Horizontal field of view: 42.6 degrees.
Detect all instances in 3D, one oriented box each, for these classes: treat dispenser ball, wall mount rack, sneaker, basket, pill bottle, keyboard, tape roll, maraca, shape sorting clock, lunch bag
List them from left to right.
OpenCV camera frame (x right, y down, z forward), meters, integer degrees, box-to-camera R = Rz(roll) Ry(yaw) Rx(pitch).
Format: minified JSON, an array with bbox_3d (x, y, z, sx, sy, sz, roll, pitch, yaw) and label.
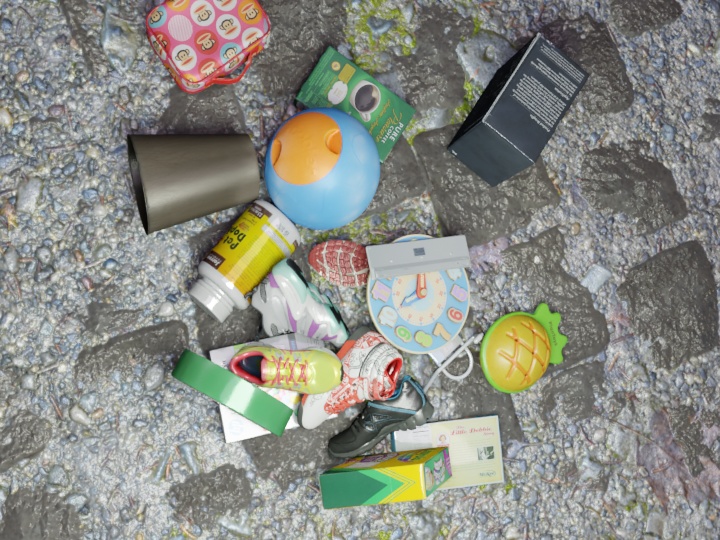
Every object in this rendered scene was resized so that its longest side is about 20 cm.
[{"bbox_3d":[-0.277,-0.160,1.548,0.196,0.137,0.183,-11,58,-19],"label":"basket"},{"bbox_3d":[-0.256,-0.408,1.607,0.199,0.082,0.178,-36,92,-15],"label":"lunch bag"},{"bbox_3d":[-0.200,0.192,1.444,0.198,0.200,0.049,30,77,-7],"label":"tape roll"},{"bbox_3d":[-0.198,-0.013,1.557,0.109,0.109,0.201,41,76,-5],"label":"pill bottle"},{"bbox_3d":[-0.123,0.162,1.481,0.195,0.090,0.080,2,93,20],"label":"sneaker"},{"bbox_3d":[-0.115,0.087,1.547,0.139,0.078,0.201,-36,115,9],"label":"sneaker"},{"bbox_3d":[-0.065,-0.171,1.559,0.196,0.201,0.206,2,83,-12],"label":"treat dispenser ball"},{"bbox_3d":[-0.014,0.197,1.521,0.107,0.067,0.203,33,83,36],"label":"sneaker"},{"bbox_3d":[0.000,0.000,1.610,0.196,0.082,0.080,13,80,-20],"label":"sneaker"},{"bbox_3d":[0.024,0.249,1.570,0.197,0.073,0.083,-29,101,9],"label":"sneaker"},{"bbox_3d":[0.101,-0.024,1.567,0.196,0.011,0.058,-7,75,-27],"label":"keyboard"},{"bbox_3d":[0.102,0.040,1.578,0.195,0.039,0.205,3,82,-19],"label":"shape sorting clock"},{"bbox_3d":[0.116,0.126,1.629,0.173,0.075,0.201,-41,92,-13],"label":"wall mount rack"},{"bbox_3d":[0.293,0.138,1.653,0.197,0.106,0.140,-23,101,-28],"label":"maraca"}]

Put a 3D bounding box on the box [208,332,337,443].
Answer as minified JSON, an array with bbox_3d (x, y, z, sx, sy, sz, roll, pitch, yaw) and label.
[{"bbox_3d":[-0.149,0.194,1.579,0.195,0.041,0.160,-10,85,-13],"label":"box"}]

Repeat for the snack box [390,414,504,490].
[{"bbox_3d":[0.153,0.324,1.631,0.195,0.037,0.119,-4,85,-13],"label":"snack box"}]

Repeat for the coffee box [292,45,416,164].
[{"bbox_3d":[-0.011,-0.295,1.667,0.198,0.044,0.124,34,78,-6],"label":"coffee box"}]

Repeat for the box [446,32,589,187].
[{"bbox_3d":[0.276,-0.280,1.650,0.123,0.200,0.198,37,77,-6],"label":"box"}]

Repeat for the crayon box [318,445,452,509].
[{"bbox_3d":[0.046,0.331,1.494,0.169,0.200,0.060,-11,85,16],"label":"crayon box"}]
